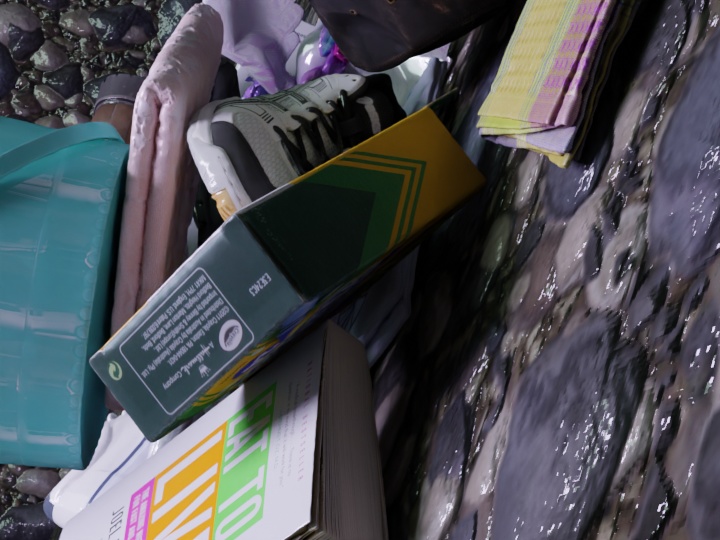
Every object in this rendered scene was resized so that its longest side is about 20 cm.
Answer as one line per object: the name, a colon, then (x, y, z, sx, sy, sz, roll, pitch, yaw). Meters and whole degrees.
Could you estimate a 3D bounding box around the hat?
hat: (0.026, -0.157, 0.877, 0.201, 0.198, 0.082, -114, 4, -76)

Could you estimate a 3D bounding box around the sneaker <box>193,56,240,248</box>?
sneaker: (-0.084, -0.053, 1.135, 0.073, 0.081, 0.203, 176, 90, -78)

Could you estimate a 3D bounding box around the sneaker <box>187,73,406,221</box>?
sneaker: (-0.028, -0.074, 0.853, 0.087, 0.076, 0.200, -23, 10, 17)

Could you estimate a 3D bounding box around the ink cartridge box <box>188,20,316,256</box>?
ink cartridge box: (-0.071, -0.086, 1.238, 0.146, 0.082, 0.202, 42, -111, -87)

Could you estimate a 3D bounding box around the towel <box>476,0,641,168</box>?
towel: (0.107, -0.141, 0.682, 0.144, 0.023, 0.202, -145, 78, -80)

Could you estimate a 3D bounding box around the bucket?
bucket: (-0.198, 0.009, 0.855, 0.207, 0.133, 0.210, -172, 90, -87)

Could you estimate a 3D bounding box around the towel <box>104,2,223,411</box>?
towel: (-0.110, -0.041, 0.915, 0.200, 0.032, 0.193, -89, 8, -69)

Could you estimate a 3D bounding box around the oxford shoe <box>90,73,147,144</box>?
oxford shoe: (-0.160, -0.040, 1.064, 0.201, 0.072, 0.085, 91, -169, -60)

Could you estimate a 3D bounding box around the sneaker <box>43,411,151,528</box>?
sneaker: (-0.156, 0.123, 1.175, 0.200, 0.070, 0.074, -45, -31, -45)

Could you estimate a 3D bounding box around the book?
book: (-0.074, 0.126, 0.742, 0.199, 0.048, 0.134, -39, 31, 26)

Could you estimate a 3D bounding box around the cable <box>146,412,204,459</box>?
cable: (-0.103, 0.124, 1.033, 0.200, 0.068, 0.202, 160, 128, -81)

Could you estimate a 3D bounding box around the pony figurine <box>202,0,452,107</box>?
pony figurine: (-0.024, -0.131, 1.049, 0.200, 0.165, 0.195, -55, -12, -58)

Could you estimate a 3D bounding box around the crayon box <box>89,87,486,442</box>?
crayon box: (-0.022, -0.007, 0.755, 0.126, 0.052, 0.200, -42, -4, 38)

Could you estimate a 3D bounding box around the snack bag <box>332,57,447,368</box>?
snack bag: (0.000, 0.000, 0.937, 0.189, 0.021, 0.201, 123, 164, -45)

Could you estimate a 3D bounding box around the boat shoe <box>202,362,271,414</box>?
boat shoe: (-0.050, 0.057, 0.859, 0.070, 0.070, 0.201, -62, 29, 24)
